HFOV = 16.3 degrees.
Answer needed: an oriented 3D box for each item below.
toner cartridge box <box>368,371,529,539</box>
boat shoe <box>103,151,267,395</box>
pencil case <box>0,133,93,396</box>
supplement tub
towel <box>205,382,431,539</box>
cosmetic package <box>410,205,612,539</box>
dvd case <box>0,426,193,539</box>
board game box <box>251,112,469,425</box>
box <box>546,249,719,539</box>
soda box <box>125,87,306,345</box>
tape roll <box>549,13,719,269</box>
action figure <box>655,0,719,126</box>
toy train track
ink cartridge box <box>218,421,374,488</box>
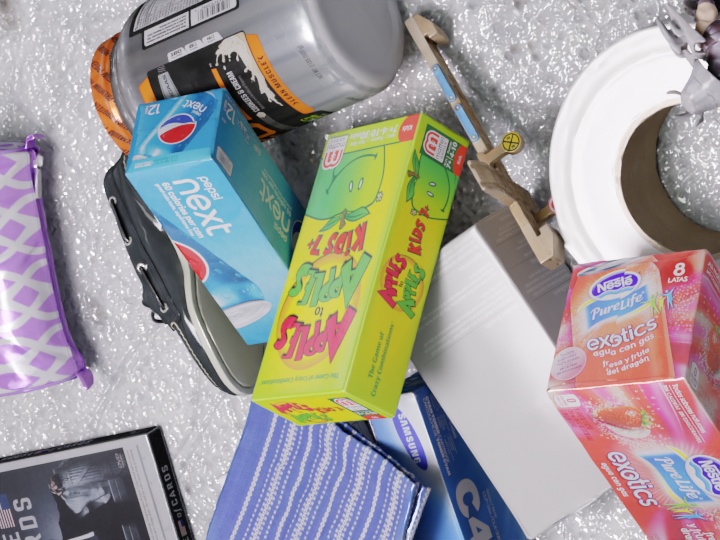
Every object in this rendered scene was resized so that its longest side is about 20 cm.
[{"bbox_3d":[0.072,0.169,1.740,0.043,0.095,0.201,-17,96,30],"label":"toner cartridge box"},{"bbox_3d":[-0.133,0.004,1.821,0.066,0.074,0.200,-25,92,36],"label":"boat shoe"},{"bbox_3d":[-0.260,-0.005,1.887,0.085,0.084,0.201,-9,101,7],"label":"pencil case"},{"bbox_3d":[-0.081,-0.148,1.722,0.199,0.122,0.123,-20,93,32],"label":"supplement tub"},{"bbox_3d":[-0.036,0.170,1.734,0.200,0.024,0.145,33,107,50],"label":"towel"},{"bbox_3d":[0.112,0.066,1.698,0.107,0.090,0.200,-34,89,32],"label":"cosmetic package"},{"bbox_3d":[-0.219,0.210,1.951,0.199,0.025,0.151,-13,96,30],"label":"dvd case"},{"bbox_3d":[0.000,0.000,1.679,0.101,0.048,0.201,-9,59,50],"label":"board game box"},{"bbox_3d":[0.204,0.087,1.584,0.094,0.103,0.200,-7,139,29],"label":"box"},{"bbox_3d":[-0.084,-0.033,1.718,0.068,0.064,0.200,-9,140,21],"label":"soda box"},{"bbox_3d":[0.223,-0.064,1.609,0.202,0.071,0.203,8,108,26],"label":"tape roll"},{"bbox_3d":[0.265,-0.146,1.504,0.200,0.069,0.130,-36,67,-11],"label":"action figure"},{"bbox_3d":[0.090,-0.092,1.669,0.032,0.115,0.200,-34,68,14],"label":"toy train track"},{"bbox_3d":[-0.009,0.213,1.823,0.109,0.050,0.201,-27,91,31],"label":"ink cartridge box"}]
